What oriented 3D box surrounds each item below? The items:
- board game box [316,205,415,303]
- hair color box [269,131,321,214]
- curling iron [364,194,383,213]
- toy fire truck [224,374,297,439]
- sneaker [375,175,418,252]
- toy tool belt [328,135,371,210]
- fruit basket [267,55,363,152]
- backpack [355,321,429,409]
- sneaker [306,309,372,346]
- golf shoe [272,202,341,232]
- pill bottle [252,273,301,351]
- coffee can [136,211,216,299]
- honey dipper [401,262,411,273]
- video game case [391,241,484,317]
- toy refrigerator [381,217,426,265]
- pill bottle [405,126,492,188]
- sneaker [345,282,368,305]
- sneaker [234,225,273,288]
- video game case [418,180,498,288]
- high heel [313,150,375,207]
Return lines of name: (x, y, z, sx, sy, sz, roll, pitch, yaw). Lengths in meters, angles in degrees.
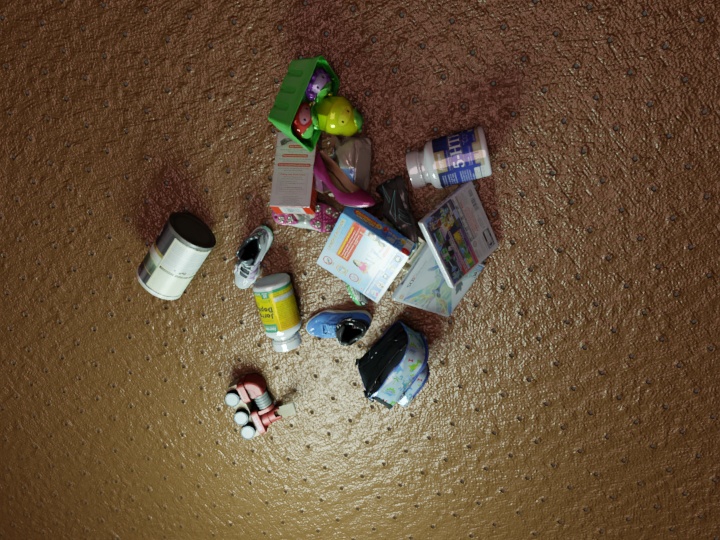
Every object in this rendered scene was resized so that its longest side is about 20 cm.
board game box: (0.010, -0.042, 1.456, 0.194, 0.056, 0.201, 33, 135, 0)
hair color box: (-0.165, -0.250, 1.486, 0.108, 0.064, 0.205, 3, 78, 10)
curling iron: (0.018, -0.169, 1.546, 0.198, 0.025, 0.050, -30, 81, 22)
toy fire truck: (-0.291, 0.400, 1.745, 0.197, 0.129, 0.179, -22, 102, 5)
sneaker: (0.096, -0.136, 1.464, 0.078, 0.075, 0.204, -15, 76, 1)
toy tool belt: (-0.040, -0.248, 1.496, 0.121, 0.124, 0.205, 17, 110, 38)
fruit basket: (-0.096, -0.396, 1.410, 0.211, 0.155, 0.221, -5, 76, 19)
backpack: (0.104, 0.256, 1.586, 0.145, 0.184, 0.201, 28, 109, -24)
sneaker: (-0.070, 0.163, 1.621, 0.195, 0.111, 0.078, -5, 107, 13)
golf shoe: (-0.138, -0.147, 1.559, 0.196, 0.092, 0.077, 11, 91, -6)
pill bottle: (-0.231, 0.121, 1.638, 0.110, 0.113, 0.204, -9, 106, 13)
coffee can: (-0.520, -0.040, 1.625, 0.146, 0.147, 0.201, 39, 110, -3)
honey dipper: (0.058, -0.035, 1.542, 0.197, 0.038, 0.038, 21, 111, -14)
video game case: (0.205, 0.027, 1.513, 0.197, 0.022, 0.184, 18, 116, -32)
toy refrigerator: (0.133, -0.070, 1.530, 0.199, 0.070, 0.076, 37, 110, -3)
pill bottle: (0.217, -0.271, 1.423, 0.196, 0.120, 0.122, -13, 105, 14)
sneaker: (0.000, 0.000, 1.574, 0.083, 0.078, 0.204, -5, 106, 12)
sneaker: (-0.318, -0.023, 1.594, 0.077, 0.140, 0.203, 25, 110, 1)
video game case: (0.250, -0.090, 1.449, 0.181, 0.023, 0.202, -39, 117, -19)
high heel: (-0.042, -0.218, 1.387, 0.198, 0.067, 0.098, 23, 124, 32)
